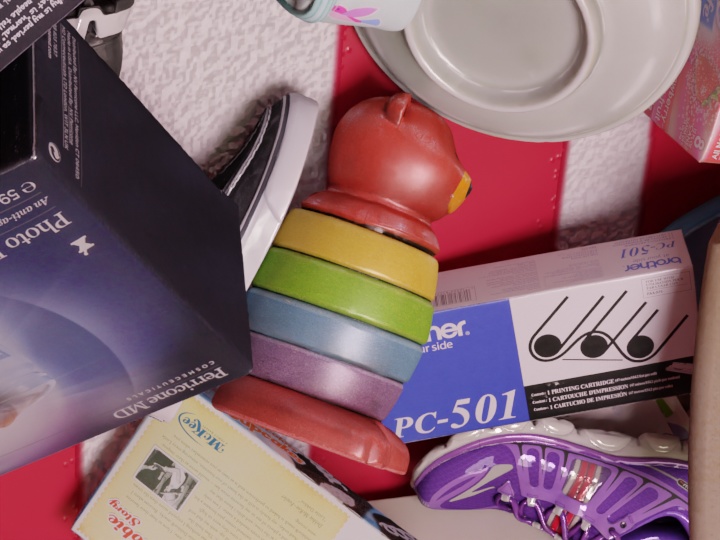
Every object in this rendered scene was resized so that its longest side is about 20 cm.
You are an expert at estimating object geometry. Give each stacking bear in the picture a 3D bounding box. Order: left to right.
[{"bbox_3d":[0.000,0.000,1.179,0.113,0.121,0.201,19,86,11],"label":"stacking bear"}]

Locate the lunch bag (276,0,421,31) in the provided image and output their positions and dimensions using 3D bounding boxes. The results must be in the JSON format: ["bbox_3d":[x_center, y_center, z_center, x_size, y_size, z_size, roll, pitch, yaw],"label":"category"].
[{"bbox_3d":[-0.002,-0.227,1.032,0.077,0.160,0.201,4,117,-25],"label":"lunch bag"}]

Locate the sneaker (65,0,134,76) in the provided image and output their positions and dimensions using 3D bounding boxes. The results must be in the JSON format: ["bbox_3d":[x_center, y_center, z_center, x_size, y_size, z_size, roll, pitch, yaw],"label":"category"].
[{"bbox_3d":[-0.211,-0.096,1.073,0.199,0.066,0.091,-9,119,-21],"label":"sneaker"}]

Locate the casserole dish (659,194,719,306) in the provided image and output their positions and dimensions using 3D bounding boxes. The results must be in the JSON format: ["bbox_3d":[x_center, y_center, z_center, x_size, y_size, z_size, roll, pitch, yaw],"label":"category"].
[{"bbox_3d":[0.262,-0.011,1.344,0.199,0.039,0.121,-27,125,-6],"label":"casserole dish"}]

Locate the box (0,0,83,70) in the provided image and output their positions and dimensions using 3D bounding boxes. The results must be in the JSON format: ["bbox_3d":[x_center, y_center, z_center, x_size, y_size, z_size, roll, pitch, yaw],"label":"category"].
[{"bbox_3d":[-0.191,-0.184,0.950,0.132,0.200,0.115,-39,127,2],"label":"box"}]

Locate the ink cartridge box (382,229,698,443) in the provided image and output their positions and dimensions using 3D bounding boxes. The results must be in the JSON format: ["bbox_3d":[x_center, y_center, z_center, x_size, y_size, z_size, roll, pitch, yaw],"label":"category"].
[{"bbox_3d":[0.103,0.041,1.265,0.199,0.044,0.094,-10,123,4],"label":"ink cartridge box"}]

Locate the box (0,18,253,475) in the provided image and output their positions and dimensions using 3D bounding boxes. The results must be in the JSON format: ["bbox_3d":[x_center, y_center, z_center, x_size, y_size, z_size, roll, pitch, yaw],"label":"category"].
[{"bbox_3d":[-0.187,-0.006,1.045,0.199,0.124,0.198,-23,140,18],"label":"box"}]

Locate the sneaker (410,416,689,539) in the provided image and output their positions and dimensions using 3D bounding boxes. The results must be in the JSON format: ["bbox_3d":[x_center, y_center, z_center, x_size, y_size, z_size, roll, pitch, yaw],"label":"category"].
[{"bbox_3d":[0.131,0.142,1.306,0.199,0.084,0.081,5,150,-4],"label":"sneaker"}]

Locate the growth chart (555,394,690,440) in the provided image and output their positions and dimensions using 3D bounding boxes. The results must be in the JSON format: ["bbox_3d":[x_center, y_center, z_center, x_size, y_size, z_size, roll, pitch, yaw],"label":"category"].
[{"bbox_3d":[0.163,0.093,1.345,0.144,0.018,0.200,-18,125,12],"label":"growth chart"}]

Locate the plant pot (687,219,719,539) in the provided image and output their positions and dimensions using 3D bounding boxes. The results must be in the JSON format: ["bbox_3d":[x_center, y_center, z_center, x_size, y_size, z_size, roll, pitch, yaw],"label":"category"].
[{"bbox_3d":[0.289,0.040,1.224,0.199,0.200,0.178,-7,106,21],"label":"plant pot"}]

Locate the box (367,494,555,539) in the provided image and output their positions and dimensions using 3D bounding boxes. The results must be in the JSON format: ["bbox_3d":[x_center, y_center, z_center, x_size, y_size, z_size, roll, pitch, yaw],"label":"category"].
[{"bbox_3d":[0.033,0.192,1.334,0.199,0.069,0.082,-5,134,-20],"label":"box"}]

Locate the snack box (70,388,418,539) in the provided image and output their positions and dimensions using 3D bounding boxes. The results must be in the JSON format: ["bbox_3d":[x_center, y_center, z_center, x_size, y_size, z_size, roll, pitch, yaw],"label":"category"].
[{"bbox_3d":[-0.058,0.163,1.235,0.200,0.037,0.116,37,102,5],"label":"snack box"}]

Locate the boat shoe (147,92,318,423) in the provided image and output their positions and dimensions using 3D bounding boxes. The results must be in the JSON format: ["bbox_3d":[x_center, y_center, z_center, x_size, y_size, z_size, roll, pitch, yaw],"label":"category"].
[{"bbox_3d":[-0.091,-0.016,1.172,0.068,0.072,0.201,27,99,-10],"label":"boat shoe"}]

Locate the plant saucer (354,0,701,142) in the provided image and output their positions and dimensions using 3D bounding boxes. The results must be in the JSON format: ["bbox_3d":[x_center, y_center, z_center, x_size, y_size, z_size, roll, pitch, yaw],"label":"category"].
[{"bbox_3d":[0.078,-0.140,1.116,0.199,0.050,0.201,11,131,12],"label":"plant saucer"}]

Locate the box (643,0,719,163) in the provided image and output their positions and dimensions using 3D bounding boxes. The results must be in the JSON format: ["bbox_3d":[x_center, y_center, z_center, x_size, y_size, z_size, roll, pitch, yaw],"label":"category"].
[{"bbox_3d":[0.243,-0.166,1.212,0.102,0.095,0.201,4,116,-24],"label":"box"}]
